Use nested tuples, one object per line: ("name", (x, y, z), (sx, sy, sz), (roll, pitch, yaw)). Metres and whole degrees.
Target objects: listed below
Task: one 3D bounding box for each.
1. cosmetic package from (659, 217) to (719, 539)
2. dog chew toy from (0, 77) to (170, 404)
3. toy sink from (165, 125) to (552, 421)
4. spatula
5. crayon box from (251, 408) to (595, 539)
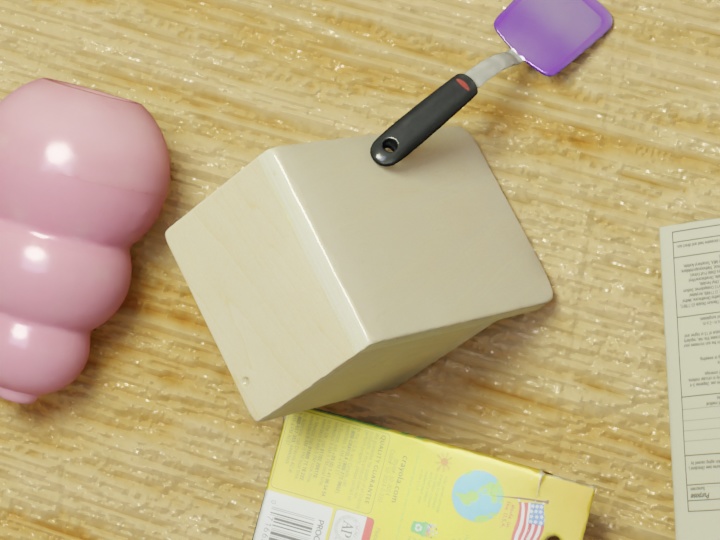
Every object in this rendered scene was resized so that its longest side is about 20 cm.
("cosmetic package", (0.239, 0.069, 1.388), (0.105, 0.071, 0.202), (-6, 82, 40))
("dog chew toy", (-0.193, -0.016, 1.484), (0.124, 0.124, 0.202), (15, 94, 13))
("toy sink", (0.000, 0.000, 1.431), (0.112, 0.199, 0.131), (-36, 76, 35))
("spatula", (0.075, -0.120, 1.444), (0.057, 0.021, 0.200), (44, 56, 13))
("crayon box", (0.036, 0.167, 1.446), (0.199, 0.051, 0.128), (15, 87, 13))
